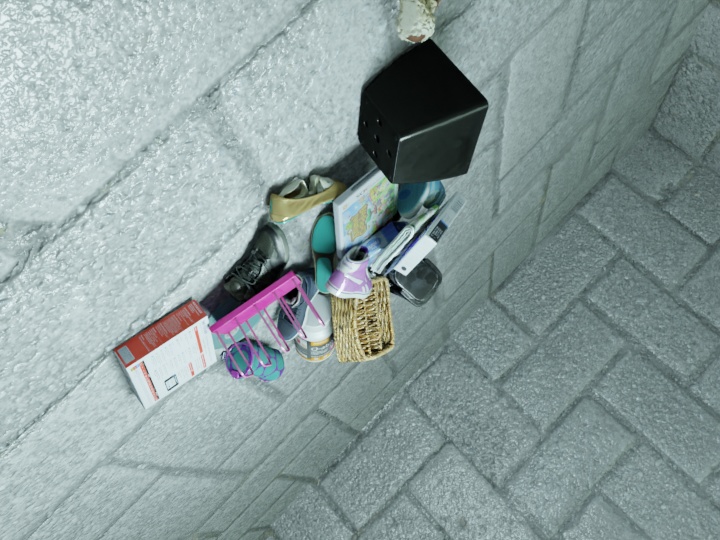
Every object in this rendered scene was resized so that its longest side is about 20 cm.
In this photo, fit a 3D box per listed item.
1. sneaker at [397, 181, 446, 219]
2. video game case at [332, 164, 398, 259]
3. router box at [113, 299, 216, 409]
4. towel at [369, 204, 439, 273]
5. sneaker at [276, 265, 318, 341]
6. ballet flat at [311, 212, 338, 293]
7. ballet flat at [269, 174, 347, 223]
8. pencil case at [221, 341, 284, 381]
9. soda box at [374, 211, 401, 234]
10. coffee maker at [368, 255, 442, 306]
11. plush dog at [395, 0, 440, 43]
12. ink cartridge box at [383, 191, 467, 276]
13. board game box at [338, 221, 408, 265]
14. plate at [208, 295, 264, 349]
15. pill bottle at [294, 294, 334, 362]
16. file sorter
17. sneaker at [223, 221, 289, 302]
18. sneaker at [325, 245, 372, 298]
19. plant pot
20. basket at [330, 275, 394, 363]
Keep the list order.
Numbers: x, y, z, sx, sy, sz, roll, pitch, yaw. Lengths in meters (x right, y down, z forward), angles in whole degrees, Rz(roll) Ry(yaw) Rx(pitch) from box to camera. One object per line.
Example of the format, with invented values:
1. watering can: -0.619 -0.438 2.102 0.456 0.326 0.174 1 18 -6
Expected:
1. sneaker: 0.155 -0.173 1.537 0.131 0.078 0.202 56 44 -40
2. video game case: 0.015 -0.135 1.369 0.182 0.022 0.201 -42 157 -21
3. router box: -0.383 0.172 1.279 0.178 0.049 0.201 -34 156 -26
4. towel: 0.108 -0.073 1.460 0.149 0.031 0.200 -47 175 31
5. sneaker: -0.168 0.086 1.501 0.205 0.076 0.146 -64 167 15
6. ballet flat: -0.079 -0.046 1.457 0.063 0.066 0.204 -70 168 -63
7. ballet flat: -0.098 -0.153 1.252 0.199 0.068 0.064 -32 126 -41
8. pencil case: -0.261 0.230 1.586 0.094 0.084 0.200 -62 159 -3
9. soda box: 0.018 -0.127 1.512 0.199 0.071 0.064 -30 153 -39
10. coffee maker: 0.139 0.016 1.741 0.189 0.200 0.137 17 94 -21
11. plush dog: 0.130 -0.491 1.030 0.199 0.162 0.172 -27 -168 41
12. ink cartridge box: 0.159 -0.079 1.568 0.199 0.043 0.200 -52 -176 -41
13. board game box: 0.032 -0.049 1.603 0.198 0.044 0.200 -36 174 15
14. plate: -0.271 0.110 1.434 0.200 0.026 0.201 -41 159 -19
15. pill bottle: -0.121 0.151 1.678 0.116 0.116 0.201 -38 158 -22
16. file sorter: -0.183 0.116 1.314 0.198 0.126 0.139 -34 175 -4
17. sneaker: -0.208 -0.004 1.277 0.114 0.076 0.201 -37 163 -41
18. sneaker: 0.001 0.000 1.451 0.116 0.072 0.200 -60 166 11
19. plant pot: 0.103 -0.287 1.245 0.175 0.201 0.201 -26 154 -18
20. basket: 0.007 0.125 1.617 0.143 0.146 0.204 -58 144 -79
